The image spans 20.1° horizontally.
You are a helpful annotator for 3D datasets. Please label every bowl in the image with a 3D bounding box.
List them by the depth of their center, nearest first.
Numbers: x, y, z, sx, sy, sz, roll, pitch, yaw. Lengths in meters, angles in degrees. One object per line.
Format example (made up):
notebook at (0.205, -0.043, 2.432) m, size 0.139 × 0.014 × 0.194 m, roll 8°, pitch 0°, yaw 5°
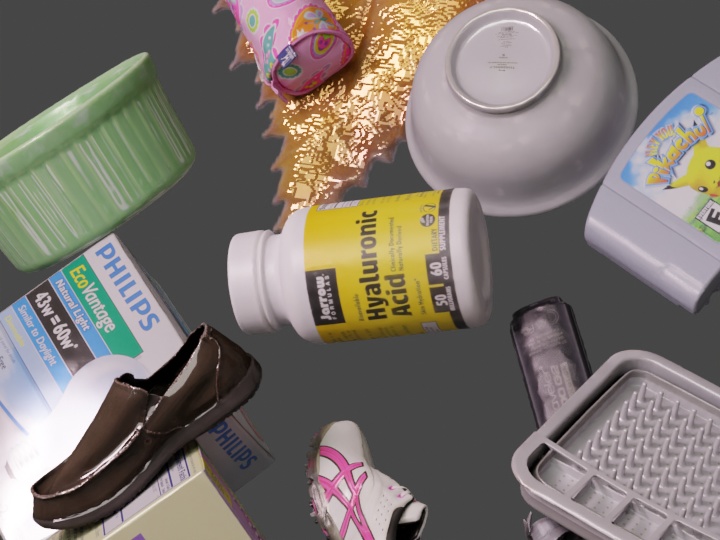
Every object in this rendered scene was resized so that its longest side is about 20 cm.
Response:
bowl at (0.125, -0.152, 1.667) m, size 0.199 × 0.090 × 0.203 m, roll -6°, pitch 65°, yaw 13°

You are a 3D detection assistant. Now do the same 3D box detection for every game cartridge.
game cartridge at (0.275, -0.076, 1.621) m, size 0.133 × 0.041 × 0.200 m, roll 34°, pitch 78°, yaw 30°

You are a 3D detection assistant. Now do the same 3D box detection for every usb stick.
usb stick at (0.162, 0.115, 1.564) m, size 0.055 × 0.033 × 0.201 m, roll -21°, pitch 62°, yaw 13°

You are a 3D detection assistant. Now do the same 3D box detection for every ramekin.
ramekin at (-0.232, -0.085, 1.679) m, size 0.199 × 0.200 × 0.098 m, roll -33°, pitch 102°, yaw -1°

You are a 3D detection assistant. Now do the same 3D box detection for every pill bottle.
pill bottle at (0.000, 0.000, 1.619) m, size 0.198 × 0.111 × 0.112 m, roll -7°, pitch 64°, yaw 13°

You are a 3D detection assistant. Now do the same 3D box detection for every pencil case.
pencil case at (-0.085, -0.242, 1.773) m, size 0.087 × 0.088 × 0.201 m, roll -31°, pitch 62°, yaw 0°

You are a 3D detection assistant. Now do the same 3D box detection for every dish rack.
dish rack at (0.217, 0.149, 1.481) m, size 0.171 × 0.044 × 0.200 m, roll 28°, pitch 41°, yaw 23°

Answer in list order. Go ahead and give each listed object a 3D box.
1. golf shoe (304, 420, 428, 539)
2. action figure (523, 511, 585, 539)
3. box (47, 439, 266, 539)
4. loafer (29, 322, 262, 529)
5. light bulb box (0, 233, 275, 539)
golf shoe at (0.010, 0.188, 1.530) m, size 0.091 × 0.073 × 0.201 m, roll -21°, pitch 41°, yaw 10°
action figure at (0.162, 0.263, 1.447) m, size 0.069 × 0.129 × 0.201 m, roll -40°, pitch 68°, yaw 43°
box at (-0.151, 0.258, 1.490) m, size 0.199 × 0.097 × 0.177 m, roll -35°, pitch 103°, yaw -1°
loafer at (-0.167, 0.109, 1.486) m, size 0.200 × 0.072 × 0.073 m, roll -39°, pitch 23°, yaw -12°
light bulb box at (-0.210, 0.118, 1.615) m, size 0.199 × 0.125 × 0.199 m, roll -36°, pitch 62°, yaw -2°
